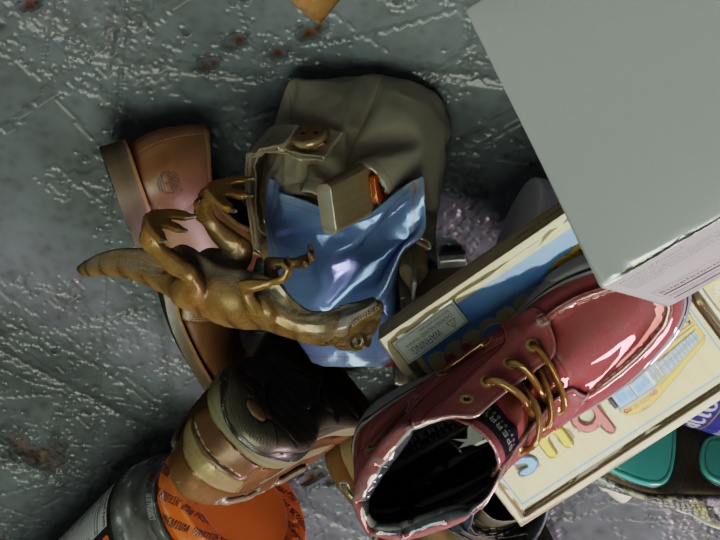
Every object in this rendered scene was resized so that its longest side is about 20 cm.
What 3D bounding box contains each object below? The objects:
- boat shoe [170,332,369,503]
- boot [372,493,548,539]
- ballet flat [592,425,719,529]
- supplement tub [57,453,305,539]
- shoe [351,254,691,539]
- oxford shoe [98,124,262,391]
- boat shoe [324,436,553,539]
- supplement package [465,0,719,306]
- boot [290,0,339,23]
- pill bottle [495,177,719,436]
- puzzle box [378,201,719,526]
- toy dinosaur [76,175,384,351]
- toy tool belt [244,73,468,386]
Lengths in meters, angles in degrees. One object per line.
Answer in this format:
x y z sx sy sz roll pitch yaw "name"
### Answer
-0.056 0.083 1.591 0.074 0.200 0.076 -43 81 15 "boat shoe"
0.055 0.138 1.617 0.075 0.097 0.200 10 112 -13 "boot"
0.180 0.116 1.681 0.200 0.072 0.072 18 130 -7 "ballet flat"
-0.128 0.193 1.741 0.122 0.123 0.200 32 126 -20 "supplement tub"
0.081 0.065 1.449 0.200 0.091 0.072 -32 105 13 "shoe"
-0.083 0.002 1.615 0.071 0.071 0.200 -21 132 -5 "oxford shoe"
0.054 0.157 1.730 0.074 0.076 0.200 -24 115 31 "boat shoe"
0.181 -0.101 1.376 0.200 0.156 0.111 -30 164 17 "supplement package"
0.034 -0.183 1.442 0.188 0.069 0.200 34 126 -21 "boot"
0.172 0.023 1.569 0.200 0.116 0.116 17 130 -8 "pill bottle"
0.126 0.029 1.497 0.200 0.025 0.133 -35 105 13 "puzzle box"
-0.088 0.002 1.499 0.200 0.060 0.106 16 138 25 "toy dinosaur"
0.000 0.000 1.564 0.125 0.123 0.200 -3 130 9 "toy tool belt"
